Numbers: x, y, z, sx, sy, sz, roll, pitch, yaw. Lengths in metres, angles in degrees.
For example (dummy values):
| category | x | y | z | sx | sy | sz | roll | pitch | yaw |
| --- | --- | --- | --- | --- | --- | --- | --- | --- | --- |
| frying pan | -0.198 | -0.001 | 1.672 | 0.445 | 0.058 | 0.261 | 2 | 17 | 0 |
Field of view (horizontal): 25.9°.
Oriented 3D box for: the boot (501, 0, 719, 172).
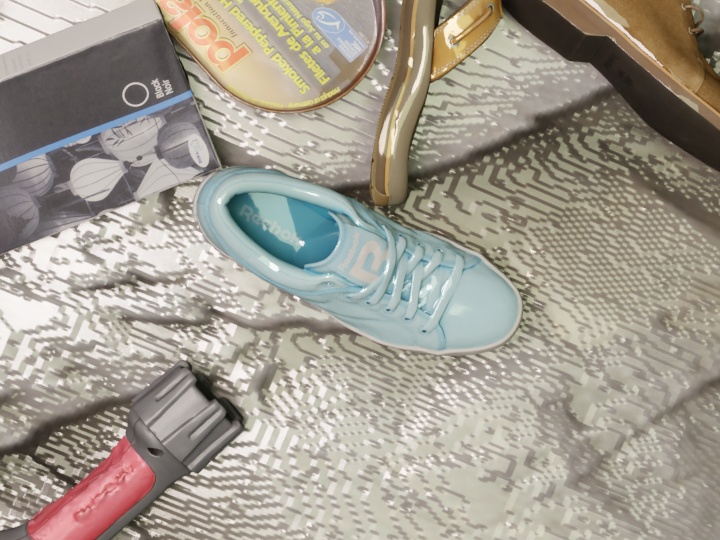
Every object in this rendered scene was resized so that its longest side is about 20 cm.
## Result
| category | x | y | z | sx | sy | sz | roll | pitch | yaw |
| --- | --- | --- | --- | --- | --- | --- | --- | --- | --- |
| boot | 0.177 | -0.125 | 0.888 | 0.200 | 0.074 | 0.075 | 40 | 79 | -4 |

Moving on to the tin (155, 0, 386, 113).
| category | x | y | z | sx | sy | sz | roll | pitch | yaw |
| --- | --- | --- | --- | --- | --- | --- | --- | --- | --- |
| tin | -0.073 | -0.175 | 0.874 | 0.112 | 0.042 | 0.200 | -42 | 96 | -6 |

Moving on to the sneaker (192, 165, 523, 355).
| category | x | y | z | sx | sy | sz | roll | pitch | yaw |
| --- | --- | --- | --- | --- | --- | --- | --- | --- | --- |
| sneaker | 0.000 | 0.000 | 0.867 | 0.200 | 0.082 | 0.074 | 19 | 92 | -6 |

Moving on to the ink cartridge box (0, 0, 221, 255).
| category | x | y | z | sx | sy | sz | roll | pitch | yaw |
| --- | --- | --- | --- | --- | --- | --- | --- | --- | --- |
| ink cartridge box | -0.185 | -0.066 | 0.848 | 0.200 | 0.039 | 0.099 | -22 | 125 | -3 |

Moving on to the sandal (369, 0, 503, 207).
| category | x | y | z | sx | sy | sz | roll | pitch | yaw |
| --- | --- | --- | --- | --- | --- | --- | --- | --- | --- |
| sandal | 0.049 | -0.129 | 0.866 | 0.054 | 0.080 | 0.200 | 14 | 98 | 5 |

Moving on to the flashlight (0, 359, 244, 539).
| category | x | y | z | sx | sy | sz | roll | pitch | yaw |
| --- | --- | --- | --- | --- | --- | --- | --- | --- | --- |
| flashlight | -0.158 | 0.131 | 0.866 | 0.200 | 0.068 | 0.068 | -42 | 101 | -1 |
